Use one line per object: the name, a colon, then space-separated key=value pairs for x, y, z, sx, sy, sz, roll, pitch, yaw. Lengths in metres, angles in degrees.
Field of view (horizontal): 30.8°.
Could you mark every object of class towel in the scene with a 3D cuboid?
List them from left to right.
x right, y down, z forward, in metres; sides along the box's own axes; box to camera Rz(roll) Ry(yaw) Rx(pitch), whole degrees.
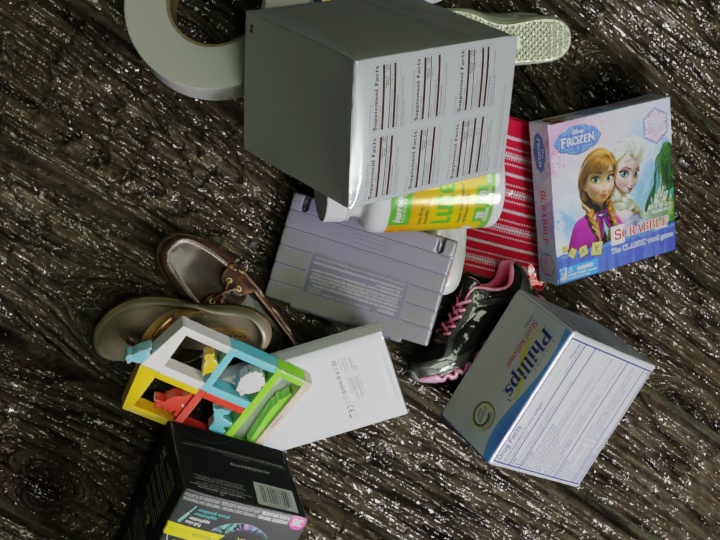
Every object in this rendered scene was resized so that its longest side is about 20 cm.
towel: x=0.194 y=-0.084 z=1.612 sx=0.143 sy=0.022 sz=0.203 roll=15 pitch=93 yaw=-23

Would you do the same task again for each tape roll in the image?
tape roll: x=-0.148 y=-0.280 z=1.369 sx=0.200 sy=0.037 sz=0.206 roll=-1 pitch=76 yaw=5

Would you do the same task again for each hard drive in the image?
hard drive: x=-0.057 y=0.139 z=1.481 sx=0.197 sy=0.027 sz=0.133 roll=-17 pitch=128 yaw=2

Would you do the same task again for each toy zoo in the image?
toy zoo: x=-0.169 y=0.125 z=1.418 sx=0.198 sy=0.021 sz=0.132 roll=26 pitch=119 yaw=-27

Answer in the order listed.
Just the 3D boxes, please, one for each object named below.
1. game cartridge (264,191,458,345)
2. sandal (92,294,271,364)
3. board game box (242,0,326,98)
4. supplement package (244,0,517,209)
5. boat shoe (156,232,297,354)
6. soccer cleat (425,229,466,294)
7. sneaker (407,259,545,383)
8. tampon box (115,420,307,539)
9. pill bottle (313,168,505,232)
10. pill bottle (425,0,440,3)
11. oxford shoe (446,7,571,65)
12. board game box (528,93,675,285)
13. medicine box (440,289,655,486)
game cartridge: x=0.000 y=0.000 z=1.497 sx=0.197 sy=0.038 sz=0.131 roll=17 pitch=97 yaw=3
sandal: x=-0.196 y=0.074 z=1.418 sx=0.197 sy=0.054 sz=0.081 roll=2 pitch=122 yaw=2
board game box: x=-0.037 y=-0.248 z=1.443 sx=0.105 sy=0.103 sz=0.201 roll=41 pitch=82 yaw=-24
supplement package: x=0.015 y=-0.176 z=1.298 sx=0.198 sy=0.191 sz=0.149 roll=-15 pitch=121 yaw=-34
boat shoe: x=-0.143 y=0.033 z=1.464 sx=0.200 sy=0.070 sz=0.071 roll=42 pitch=83 yaw=-22
soccer cleat: x=0.098 y=-0.071 z=1.557 sx=0.068 sy=0.078 sz=0.203 roll=2 pitch=82 yaw=16
sneaker: x=0.131 y=0.057 z=1.576 sx=0.199 sy=0.079 sz=0.096 roll=-33 pitch=113 yaw=-18
tampon box: x=-0.173 y=0.297 z=1.433 sx=0.148 sy=0.127 sz=0.202 roll=17 pitch=111 yaw=-23
pill bottle: x=0.051 y=-0.099 z=1.445 sx=0.197 sy=0.111 sz=0.113 roll=-3 pitch=100 yaw=-13
pill bottle: x=0.057 y=-0.403 z=1.430 sx=0.108 sy=0.109 sz=0.201 roll=-37 pitch=88 yaw=-13
oxford shoe: x=0.149 y=-0.274 z=1.547 sx=0.197 sy=0.058 sz=0.076 roll=-2 pitch=106 yaw=-7
board game box: x=0.305 y=-0.103 z=1.626 sx=0.198 sy=0.041 sz=0.202 roll=-16 pitch=109 yaw=-28
medicine box: x=0.227 y=0.144 z=1.567 sx=0.199 sy=0.103 sz=0.183 roll=22 pitch=104 yaw=-45
